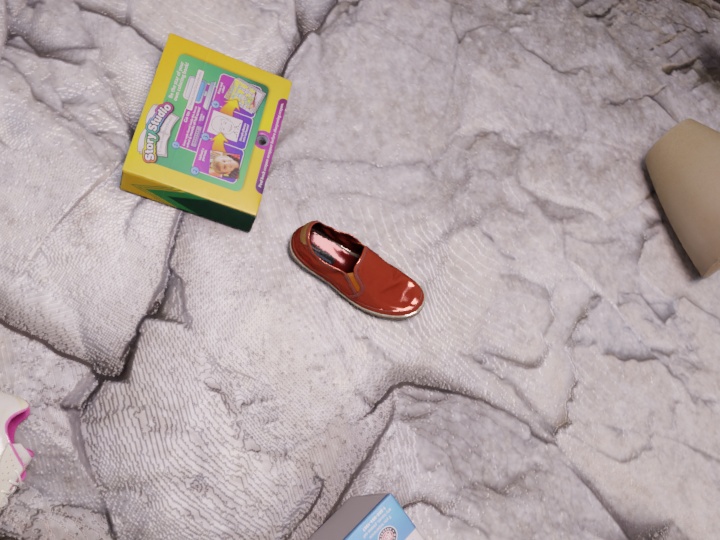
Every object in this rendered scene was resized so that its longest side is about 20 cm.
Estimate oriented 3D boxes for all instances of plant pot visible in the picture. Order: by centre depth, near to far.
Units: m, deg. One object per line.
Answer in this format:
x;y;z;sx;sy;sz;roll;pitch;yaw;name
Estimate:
0.540;-0.129;1.152;0.184;0.189;0.202;-24;67;-25;plant pot

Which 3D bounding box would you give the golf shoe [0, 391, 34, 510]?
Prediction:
-0.376;0.219;0.748;0.089;0.075;0.206;2;73;-23;golf shoe

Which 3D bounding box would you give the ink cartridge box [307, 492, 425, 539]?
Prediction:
0.021;0.370;0.800;0.146;0.146;0.202;-37;88;-26;ink cartridge box

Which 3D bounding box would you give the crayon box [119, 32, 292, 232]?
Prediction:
-0.192;-0.175;0.951;0.168;0.058;0.205;18;67;-13;crayon box

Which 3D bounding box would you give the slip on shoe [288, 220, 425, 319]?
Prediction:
0.000;0.000;0.963;0.197;0.061;0.075;31;63;-10;slip on shoe
